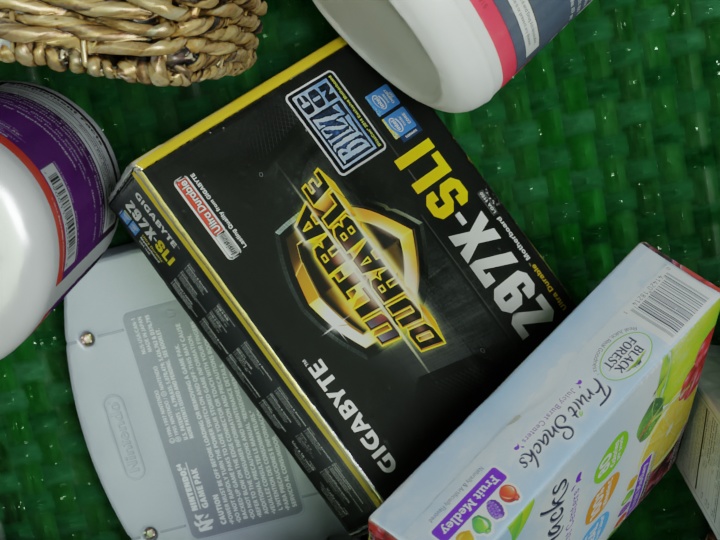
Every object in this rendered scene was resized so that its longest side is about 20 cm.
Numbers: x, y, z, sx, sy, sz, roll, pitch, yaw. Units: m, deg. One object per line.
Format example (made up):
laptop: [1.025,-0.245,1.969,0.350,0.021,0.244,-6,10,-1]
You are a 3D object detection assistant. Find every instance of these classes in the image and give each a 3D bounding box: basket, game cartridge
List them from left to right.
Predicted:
basket: [-0.105,-0.172,0.665,0.142,0.200,0.150,8,103,-4]
game cartridge: [-0.087,0.076,0.814,0.132,0.040,0.202,-15,103,1]

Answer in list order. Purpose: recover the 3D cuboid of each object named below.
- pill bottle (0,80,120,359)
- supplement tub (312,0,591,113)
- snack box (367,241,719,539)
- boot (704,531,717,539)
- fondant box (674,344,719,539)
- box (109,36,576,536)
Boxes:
pill bottle: [-0.179,-0.029,0.702,0.111,0.200,0.113,1,104,2]
supplement tub: [0.069,-0.184,0.672,0.200,0.140,0.140,-43,100,-7]
snack box: [0.084,0.100,0.680,0.053,0.200,0.143,33,147,27]
boot: [0.244,0.250,0.834,0.153,0.074,0.202,13,92,-3]
fondant box: [0.239,0.095,0.727,0.143,0.200,0.059,6,105,-1]
box: [0.000,0.000,0.718,0.159,0.049,0.201,-35,89,-34]
